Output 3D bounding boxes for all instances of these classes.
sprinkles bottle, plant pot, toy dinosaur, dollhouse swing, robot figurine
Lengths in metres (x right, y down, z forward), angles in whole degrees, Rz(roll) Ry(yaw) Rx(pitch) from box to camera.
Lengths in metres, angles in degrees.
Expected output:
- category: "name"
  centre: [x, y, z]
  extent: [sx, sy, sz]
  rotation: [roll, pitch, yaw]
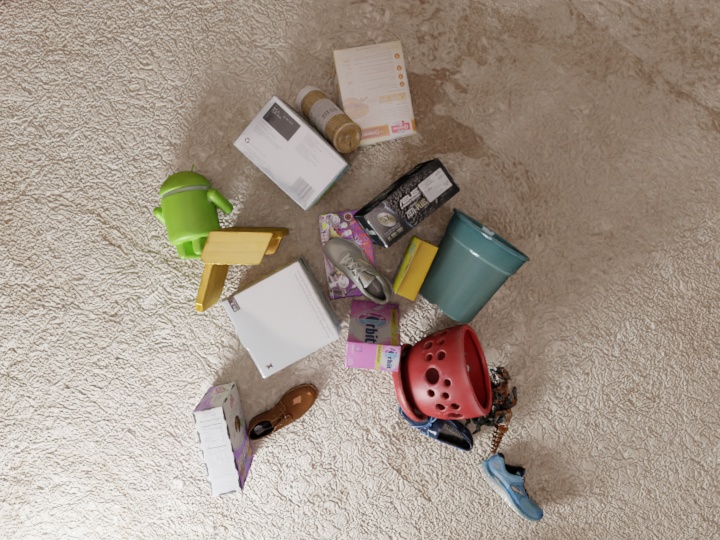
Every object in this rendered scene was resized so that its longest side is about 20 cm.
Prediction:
- category: "sprinkles bottle"
  centre: [-0.070, -0.325, 1.184]
  extent: [0.068, 0.200, 0.069]
  rotation: [-20, 136, -20]
- category: "plant pot"
  centre: [0.181, 0.236, 1.245]
  extent: [0.181, 0.200, 0.202]
  rotation: [-17, 98, 25]
- category: "toy dinosaur"
  centre: [0.318, 0.335, 1.321]
  extent: [0.135, 0.102, 0.201]
  rotation: [-3, 75, -17]
- category: "dollhouse swing"
  centre: [-0.255, -0.004, 1.215]
  extent: [0.180, 0.200, 0.177]
  rotation: [1, 96, -1]
- category: "robot figurine"
  centre: [-0.379, -0.129, 1.234]
  extent: [0.174, 0.116, 0.201]
  rotation: [-15, 87, 22]
- category: "plant pot"
  centre: [0.237, -0.002, 1.234]
  extent: [0.200, 0.200, 0.197]
  rotation: [32, 105, -4]

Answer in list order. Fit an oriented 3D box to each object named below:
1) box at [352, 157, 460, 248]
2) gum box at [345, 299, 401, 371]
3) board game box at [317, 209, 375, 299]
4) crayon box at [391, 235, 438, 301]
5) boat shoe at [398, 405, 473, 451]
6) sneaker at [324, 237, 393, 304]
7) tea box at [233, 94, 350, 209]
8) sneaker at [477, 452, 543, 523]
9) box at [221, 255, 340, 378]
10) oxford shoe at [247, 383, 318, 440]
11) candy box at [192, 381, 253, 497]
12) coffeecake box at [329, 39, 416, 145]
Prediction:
- category: "box"
  centre: [0.095, -0.146, 1.206]
  extent: [0.200, 0.164, 0.086]
  rotation: [-38, 100, -3]
- category: "gum box"
  centre: [0.029, 0.139, 1.241]
  extent: [0.113, 0.200, 0.067]
  rotation: [5, 115, 0]
- category: "board game box"
  centre: [-0.028, -0.038, 1.301]
  extent: [0.119, 0.032, 0.202]
  rotation: [-9, 97, -4]
- category: "crayon box"
  centre: [0.117, -0.007, 1.217]
  extent: [0.051, 0.200, 0.128]
  rotation: [24, 97, -1]
- category: "boat shoe"
  centre: [0.188, 0.366, 1.330]
  extent: [0.199, 0.069, 0.085]
  rotation: [22, 96, -3]
- category: "sneaker"
  centre: [0.000, 0.000, 1.246]
  extent: [0.200, 0.092, 0.076]
  rotation: [41, 93, -5]
- category: "tea box"
  centre: [-0.136, -0.248, 1.186]
  extent: [0.200, 0.197, 0.134]
  rotation: [43, 99, -4]
- category: "sneaker"
  centre: [0.381, 0.528, 1.349]
  extent: [0.090, 0.078, 0.200]
  rotation: [-44, 96, 1]
- category: "box"
  centre: [-0.174, 0.101, 1.264]
  extent: [0.199, 0.131, 0.200]
  rotation: [-27, 97, 3]
- category: "oxford shoe"
  centre: [-0.185, 0.346, 1.326]
  extent: [0.200, 0.071, 0.071]
  rotation: [-37, 94, 2]
- category: "candy box"
  centre: [-0.313, 0.382, 1.280]
  extent: [0.071, 0.168, 0.201]
  rotation: [-12, 96, -1]
- category: "coffeecake box"
  centre: [0.027, -0.385, 1.224]
  extent: [0.152, 0.073, 0.202]
  rotation: [-12, 97, -8]
